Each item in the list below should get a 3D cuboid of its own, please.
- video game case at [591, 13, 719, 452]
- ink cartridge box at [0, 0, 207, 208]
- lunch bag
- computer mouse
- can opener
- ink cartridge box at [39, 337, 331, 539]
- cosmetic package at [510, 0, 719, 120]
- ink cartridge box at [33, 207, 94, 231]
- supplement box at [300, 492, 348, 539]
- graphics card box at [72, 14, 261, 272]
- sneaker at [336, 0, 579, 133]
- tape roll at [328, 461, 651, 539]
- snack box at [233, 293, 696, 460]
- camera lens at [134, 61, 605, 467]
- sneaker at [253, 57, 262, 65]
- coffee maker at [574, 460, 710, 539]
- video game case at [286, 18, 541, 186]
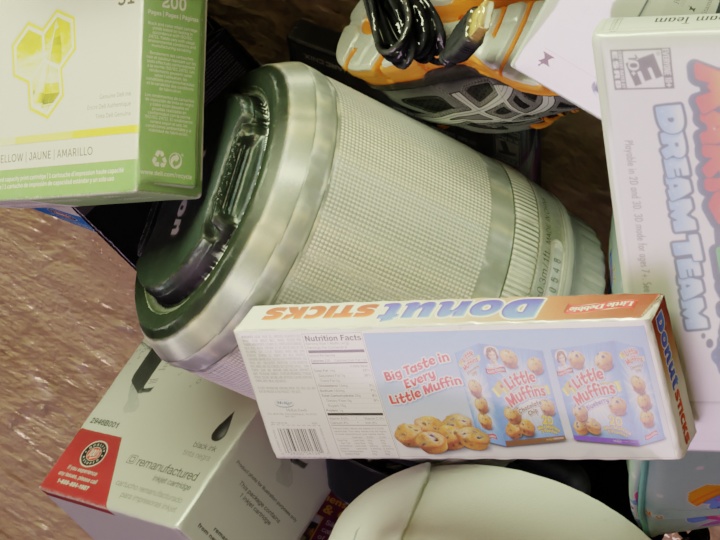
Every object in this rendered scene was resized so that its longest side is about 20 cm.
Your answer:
[{"bbox_3d":[0.195,-0.012,0.940,0.182,0.024,0.200,0,118,20],"label":"video game case"},{"bbox_3d":[-0.133,-0.132,1.122,0.048,0.200,0.146,5,176,-44],"label":"ink cartridge box"},{"bbox_3d":[0.162,0.022,1.110,0.077,0.160,0.200,-3,144,1],"label":"lunch bag"},{"bbox_3d":[0.023,-0.166,0.993,0.140,0.046,0.200,65,154,11],"label":"computer mouse"},{"bbox_3d":[0.052,0.100,1.254,0.200,0.063,0.079,9,111,50],"label":"can opener"},{"bbox_3d":[-0.074,0.084,1.372,0.144,0.200,0.084,8,146,49],"label":"ink cartridge box"},{"bbox_3d":[0.184,-0.099,0.940,0.200,0.052,0.151,31,127,3],"label":"cosmetic package"},{"bbox_3d":[-0.214,-0.094,1.322,0.116,0.067,0.200,20,170,21],"label":"ink cartridge box"},{"bbox_3d":[-0.001,0.186,1.476,0.131,0.200,0.103,25,151,14],"label":"supplement box"},{"bbox_3d":[-0.058,-0.025,1.240,0.200,0.125,0.051,45,-179,-25],"label":"graphics card box"},{"bbox_3d":[0.081,-0.102,1.085,0.200,0.078,0.077,8,153,47],"label":"sneaker"},{"bbox_3d":[0.067,0.192,1.166,0.202,0.071,0.202,12,134,13],"label":"tape roll"},{"bbox_3d":[0.043,0.048,1.011,0.200,0.024,0.072,-2,119,27],"label":"snack box"},{"bbox_3d":[0.000,0.000,1.144,0.200,0.160,0.160,25,156,-22],"label":"camera lens"},{"bbox_3d":[-0.112,-0.115,1.267,0.200,0.075,0.081,37,-174,-29],"label":"sneaker"},{"bbox_3d":[0.105,0.144,1.305,0.135,0.200,0.192,16,148,27],"label":"coffee maker"},{"bbox_3d":[0.034,-0.047,1.269,0.143,0.019,0.200,22,149,19],"label":"video game case"}]
